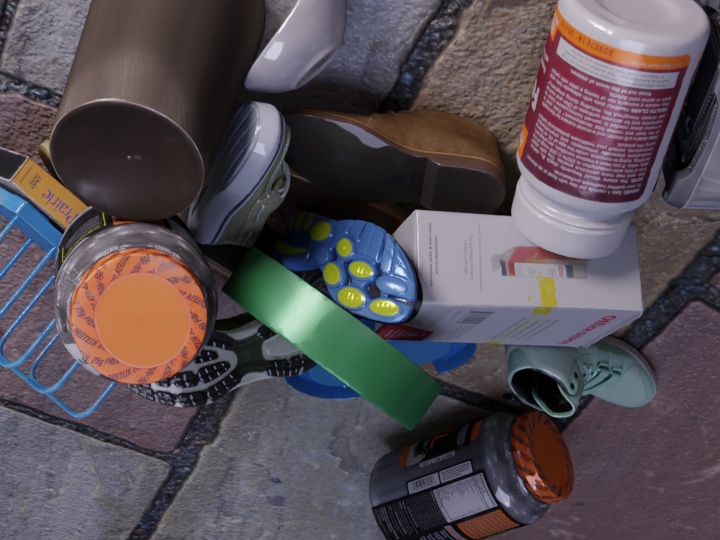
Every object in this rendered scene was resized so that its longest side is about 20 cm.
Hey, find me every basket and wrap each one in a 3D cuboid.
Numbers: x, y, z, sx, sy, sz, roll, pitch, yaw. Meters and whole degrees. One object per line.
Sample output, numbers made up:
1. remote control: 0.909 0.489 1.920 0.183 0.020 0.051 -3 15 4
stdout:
1. basket: -0.154 -0.144 0.945 0.135 0.200 0.181 7 136 2

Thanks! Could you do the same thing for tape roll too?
1. tape roll: -0.024 0.057 1.051 0.200 0.200 0.048 39 86 -28

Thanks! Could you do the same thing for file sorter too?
1. file sorter: -0.304 0.024 1.137 0.139 0.123 0.200 26 165 47

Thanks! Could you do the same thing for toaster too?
1. toaster: 0.313 -0.132 0.958 0.129 0.114 0.200 6 134 -4

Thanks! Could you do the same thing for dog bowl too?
1. dog bowl: 0.018 0.070 1.231 0.199 0.050 0.111 -19 145 25

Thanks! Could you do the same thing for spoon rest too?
1. spoon rest: -0.019 -0.208 0.954 0.200 0.099 0.061 -40 91 23

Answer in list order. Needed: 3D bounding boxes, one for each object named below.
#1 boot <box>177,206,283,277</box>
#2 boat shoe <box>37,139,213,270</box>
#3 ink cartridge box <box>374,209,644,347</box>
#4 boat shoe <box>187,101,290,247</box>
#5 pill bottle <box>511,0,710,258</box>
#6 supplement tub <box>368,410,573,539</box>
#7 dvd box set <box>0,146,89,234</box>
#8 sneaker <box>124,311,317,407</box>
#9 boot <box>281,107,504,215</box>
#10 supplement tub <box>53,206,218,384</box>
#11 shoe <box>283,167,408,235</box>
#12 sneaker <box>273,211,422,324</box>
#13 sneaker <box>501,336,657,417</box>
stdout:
1. boot: -0.100 -0.002 1.166 0.200 0.074 0.075 25 145 -33
2. boat shoe: -0.206 -0.061 1.143 0.201 0.063 0.073 43 168 -25
3. ink cartridge box: 0.124 0.011 1.085 0.199 0.084 0.145 3 164 -13
4. boat shoe: -0.090 -0.076 1.025 0.062 0.072 0.200 10 157 -19
5. pill bottle: 0.186 -0.117 0.968 0.114 0.114 0.201 10 126 -2
6. supplement tub: 0.119 0.227 1.338 0.200 0.123 0.123 -25 127 29
7. dvd box set: -0.252 -0.036 1.128 0.200 0.029 0.146 43 167 -29
8. sneaker: -0.134 0.075 1.170 0.199 0.089 0.077 -8 101 -23
9. boot: 0.023 -0.104 1.048 0.199 0.076 0.074 14 136 -5
10. supplement tub: -0.177 0.015 0.971 0.122 0.200 0.123 -3 103 -12
11. shoe: -0.039 -0.078 1.102 0.199 0.054 0.070 25 141 -18
12. sneaker: 0.000 0.000 1.039 0.083 0.071 0.199 31 176 -30
13. sneaker: 0.211 0.112 1.212 0.200 0.118 0.074 30 130 -23
